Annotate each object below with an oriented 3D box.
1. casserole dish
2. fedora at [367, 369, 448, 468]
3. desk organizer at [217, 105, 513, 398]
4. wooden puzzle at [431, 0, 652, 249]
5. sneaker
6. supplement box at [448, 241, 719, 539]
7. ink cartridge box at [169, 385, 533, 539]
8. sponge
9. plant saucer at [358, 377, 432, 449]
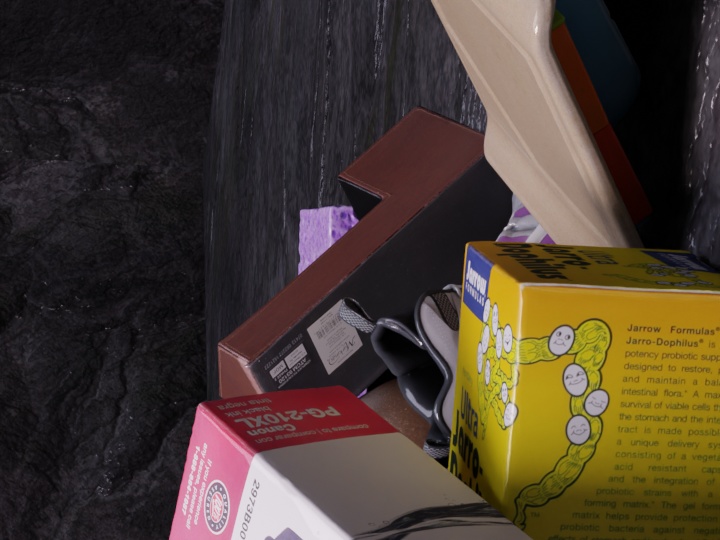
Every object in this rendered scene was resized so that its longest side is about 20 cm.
[{"bbox_3d":[0.094,-0.138,1.048,0.121,0.039,0.200,58,-177,-22],"label":"casserole dish"},{"bbox_3d":[0.051,0.059,1.242,0.201,0.091,0.201,-179,90,-78],"label":"fedora"},{"bbox_3d":[0.000,0.000,1.127,0.077,0.200,0.072,27,152,46],"label":"desk organizer"},{"bbox_3d":[0.080,-0.094,0.971,0.185,0.037,0.200,55,172,49],"label":"wooden puzzle"},{"bbox_3d":[0.057,0.015,1.053,0.078,0.139,0.200,101,170,-47],"label":"sneaker"},{"bbox_3d":[0.100,0.095,0.868,0.109,0.109,0.201,-133,47,-77],"label":"supplement box"},{"bbox_3d":[0.004,0.158,0.812,0.200,0.084,0.145,37,121,45],"label":"ink cartridge box"},{"bbox_3d":[-0.020,0.058,1.277,0.112,0.030,0.201,-170,82,-78],"label":"sponge"},{"bbox_3d":[-0.009,0.149,1.102,0.200,0.037,0.201,-164,90,-81],"label":"plant saucer"}]
